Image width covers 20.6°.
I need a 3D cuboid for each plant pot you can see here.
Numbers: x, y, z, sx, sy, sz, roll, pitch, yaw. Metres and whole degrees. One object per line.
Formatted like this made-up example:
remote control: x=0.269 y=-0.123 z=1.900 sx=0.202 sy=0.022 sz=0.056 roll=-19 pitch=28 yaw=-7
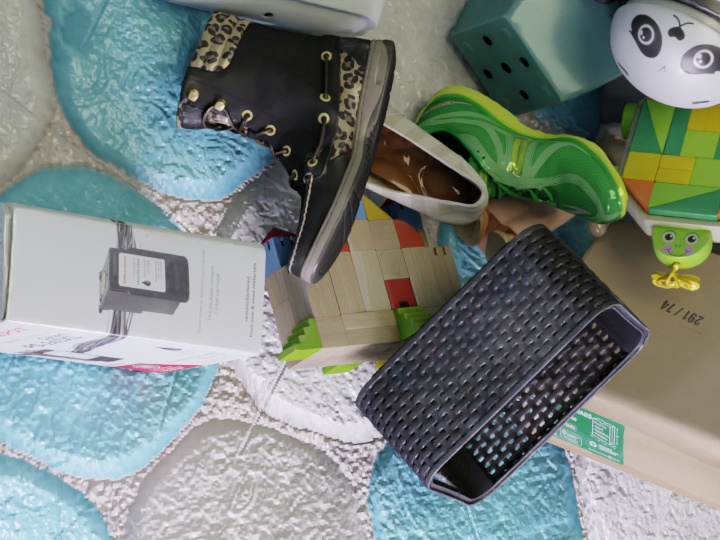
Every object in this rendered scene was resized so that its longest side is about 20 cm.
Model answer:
plant pot: x=0.186 y=-0.230 z=1.699 sx=0.200 sy=0.141 sz=0.141 roll=-42 pitch=105 yaw=-26

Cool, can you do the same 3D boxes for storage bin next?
storage bin: x=0.110 y=0.074 z=1.520 sx=0.094 sy=0.200 sz=0.135 roll=47 pitch=6 yaw=25

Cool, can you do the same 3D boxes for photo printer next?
photo printer: x=-0.064 y=-0.275 z=1.566 sx=0.200 sy=0.069 sz=0.166 roll=7 pitch=73 yaw=-34

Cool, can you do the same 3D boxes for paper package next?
paper package: x=0.254 y=0.076 z=1.633 sx=0.191 sy=0.200 sz=0.103 roll=-52 pitch=151 yaw=-32

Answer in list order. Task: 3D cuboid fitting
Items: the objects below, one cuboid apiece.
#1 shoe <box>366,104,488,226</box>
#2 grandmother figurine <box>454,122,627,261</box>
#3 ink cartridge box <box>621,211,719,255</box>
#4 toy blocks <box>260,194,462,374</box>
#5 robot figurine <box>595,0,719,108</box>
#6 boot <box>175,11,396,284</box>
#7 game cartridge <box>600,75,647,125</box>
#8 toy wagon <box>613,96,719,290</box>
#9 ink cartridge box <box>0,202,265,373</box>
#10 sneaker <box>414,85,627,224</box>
shoe: x=0.014 y=-0.099 z=1.552 sx=0.200 sy=0.053 sz=0.070 roll=28 pitch=93 yaw=-2
grandmother figurine: x=0.172 y=-0.072 z=1.690 sx=0.200 sy=0.061 sz=0.121 roll=-29 pitch=70 yaw=-29
ink cartridge box: x=0.329 y=-0.091 z=1.763 sx=0.083 sy=0.146 sz=0.200 roll=53 pitch=56 yaw=-16
toy blocks: x=0.000 y=0.000 z=1.554 sx=0.200 sy=0.100 sz=0.137 roll=-5 pitch=71 yaw=-37
robot figurine: x=0.282 y=-0.229 z=1.602 sx=0.125 sy=0.150 sz=0.200 roll=35 pitch=76 yaw=-32
boot: x=-0.065 y=-0.099 z=1.494 sx=0.151 sy=0.073 sz=0.200 roll=16 pitch=77 yaw=4
game cartridge: x=0.305 y=-0.190 z=1.776 sx=0.200 sy=0.133 sz=0.041 roll=-49 pitch=133 yaw=-33
toy wagon: x=0.279 y=-0.075 z=1.626 sx=0.040 sy=0.155 sz=0.200 roll=67 pitch=36 yaw=-51
ink cartridge box: x=-0.188 y=0.016 z=1.371 sx=0.200 sy=0.145 sz=0.083 roll=9 pitch=78 yaw=-34
sneaker: x=0.127 y=-0.079 z=1.612 sx=0.084 sy=0.200 sz=0.074 roll=-47 pitch=149 yaw=-30
